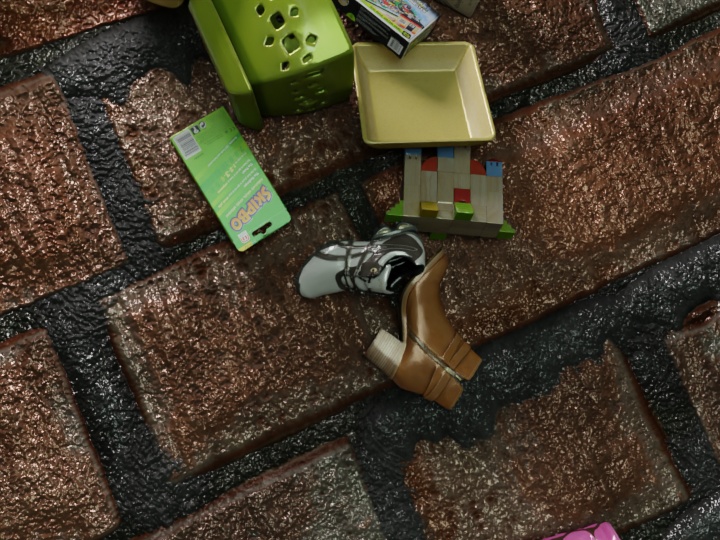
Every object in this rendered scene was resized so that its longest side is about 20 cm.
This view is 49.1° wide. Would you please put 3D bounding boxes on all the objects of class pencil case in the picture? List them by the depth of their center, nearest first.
[{"bbox_3d":[0.283,0.420,1.108,0.196,0.094,0.093,-14,83,-10],"label":"pencil case"}]

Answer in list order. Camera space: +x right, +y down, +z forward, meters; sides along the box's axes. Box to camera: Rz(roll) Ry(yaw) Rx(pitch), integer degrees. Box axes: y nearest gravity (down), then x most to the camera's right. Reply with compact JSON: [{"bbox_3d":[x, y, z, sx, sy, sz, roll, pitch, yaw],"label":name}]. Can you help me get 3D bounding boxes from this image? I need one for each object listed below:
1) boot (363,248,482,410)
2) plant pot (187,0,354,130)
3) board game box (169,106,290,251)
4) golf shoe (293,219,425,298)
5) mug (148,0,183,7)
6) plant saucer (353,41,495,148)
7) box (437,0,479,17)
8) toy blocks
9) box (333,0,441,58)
[{"bbox_3d":[0.116,0.087,1.146,0.154,0.077,0.202,32,81,0],"label":"boot"},{"bbox_3d":[-0.129,-0.327,1.126,0.179,0.199,0.203,-25,85,-4],"label":"plant pot"},{"bbox_3d":[-0.191,-0.134,1.169,0.095,0.030,0.202,-31,83,-10],"label":"board game box"},{"bbox_3d":[0.000,0.000,1.122,0.197,0.078,0.095,-25,44,2],"label":"golf shoe"},{"bbox_3d":[-0.274,-0.475,1.165,0.151,0.149,0.190,20,93,-12],"label":"mug"},{"bbox_3d":[0.088,-0.256,1.187,0.195,0.049,0.203,-2,59,-7],"label":"plant saucer"},{"bbox_3d":[0.107,-0.485,1.235,0.197,0.082,0.069,26,78,-1],"label":"box"},{"bbox_3d":[0.136,-0.129,1.184,0.195,0.100,0.139,5,69,-3],"label":"toy blocks"},{"bbox_3d":[0.017,-0.419,1.206,0.199,0.035,0.110,39,51,3],"label":"box"}]
